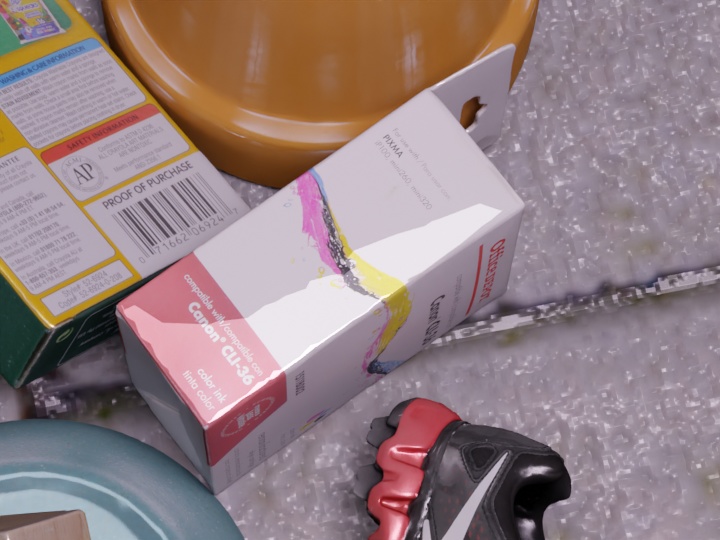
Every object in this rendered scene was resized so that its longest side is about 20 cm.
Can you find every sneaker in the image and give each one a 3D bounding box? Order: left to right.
[{"bbox_3d":[0.038,0.151,1.020,0.098,0.071,0.201,5,71,21],"label":"sneaker"}]

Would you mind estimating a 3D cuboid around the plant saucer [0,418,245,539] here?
[{"bbox_3d":[-0.137,0.154,1.041,0.200,0.036,0.200,1,72,-2],"label":"plant saucer"}]

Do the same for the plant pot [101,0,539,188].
[{"bbox_3d":[-0.016,-0.156,1.066,0.200,0.183,0.200,1,73,-2],"label":"plant pot"}]

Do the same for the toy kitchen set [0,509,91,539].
[{"bbox_3d":[-0.209,0.203,0.934,0.200,0.163,0.181,-13,93,-44],"label":"toy kitchen set"}]

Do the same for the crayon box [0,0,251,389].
[{"bbox_3d":[-0.155,-0.059,1.072,0.126,0.052,0.200,-30,74,-42],"label":"crayon box"}]

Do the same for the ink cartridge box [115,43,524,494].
[{"bbox_3d":[0.000,0.000,1.052,0.200,0.116,0.068,-36,76,-11],"label":"ink cartridge box"}]
